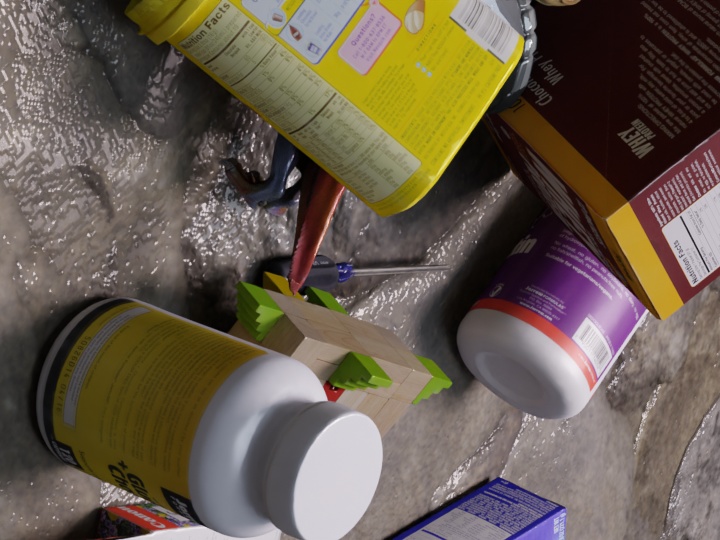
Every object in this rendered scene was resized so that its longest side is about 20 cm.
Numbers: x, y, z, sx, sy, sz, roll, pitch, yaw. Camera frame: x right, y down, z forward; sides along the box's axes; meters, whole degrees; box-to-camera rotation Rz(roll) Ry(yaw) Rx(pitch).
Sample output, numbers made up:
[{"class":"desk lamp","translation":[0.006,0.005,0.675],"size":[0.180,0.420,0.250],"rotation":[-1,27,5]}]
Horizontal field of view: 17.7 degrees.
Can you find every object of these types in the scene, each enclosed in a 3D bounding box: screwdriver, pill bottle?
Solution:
[{"class":"screwdriver","translation":[0.000,0.000,1.601],"size":[0.200,0.029,0.028],"rotation":[-6,110,-55]},{"class":"pill bottle","translation":[0.167,0.008,1.748],"size":[0.200,0.112,0.113],"rotation":[-53,141,-24]},{"class":"pill bottle","translation":[-0.089,0.093,1.372],"size":[0.112,0.200,0.112],"rotation":[-26,125,-44]}]

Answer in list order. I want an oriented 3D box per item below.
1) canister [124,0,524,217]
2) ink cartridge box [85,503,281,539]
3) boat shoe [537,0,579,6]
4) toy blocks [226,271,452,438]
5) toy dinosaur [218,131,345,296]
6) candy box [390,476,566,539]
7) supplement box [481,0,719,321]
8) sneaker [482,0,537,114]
[{"class":"canister","translation":[-0.018,-0.145,1.367],"size":[0.200,0.087,0.149],"rotation":[39,72,-14]},{"class":"ink cartridge box","translation":[-0.139,0.208,1.490],"size":[0.200,0.050,0.109],"rotation":[2,105,-52]},{"class":"boat shoe","translation":[0.136,-0.224,1.483],"size":[0.073,0.063,0.200],"rotation":[-52,159,-12]},{"class":"toy blocks","translation":[-0.048,0.092,1.520],"size":[0.137,0.100,0.200],"rotation":[-52,146,14]},{"class":"toy dinosaur","translation":[0.008,-0.096,1.460],"size":[0.181,0.200,0.105],"rotation":[-33,151,10]},{"class":"candy box","translation":[0.070,0.277,1.775],"size":[0.200,0.077,0.169],"rotation":[-24,125,-44]},{"class":"supplement box","translation":[0.214,-0.114,1.629],"size":[0.200,0.197,0.133],"rotation":[-39,139,-2]},{"class":"sneaker","translation":[0.059,-0.203,1.553],"size":[0.115,0.075,0.200],"rotation":[-10,103,-46]}]
